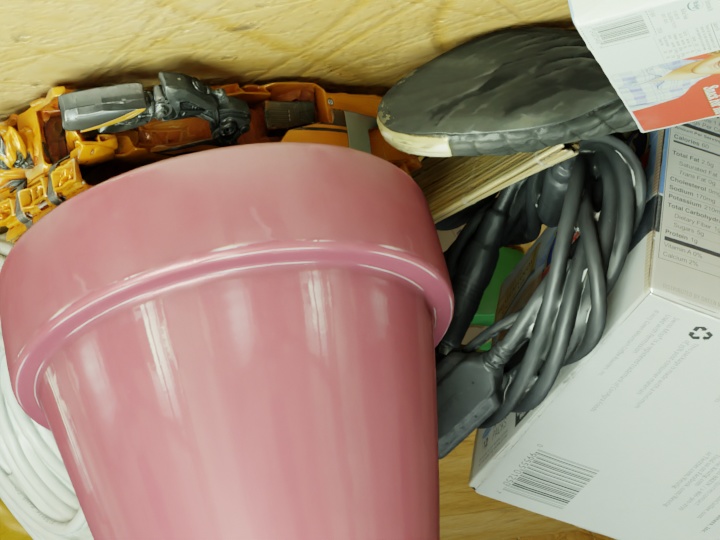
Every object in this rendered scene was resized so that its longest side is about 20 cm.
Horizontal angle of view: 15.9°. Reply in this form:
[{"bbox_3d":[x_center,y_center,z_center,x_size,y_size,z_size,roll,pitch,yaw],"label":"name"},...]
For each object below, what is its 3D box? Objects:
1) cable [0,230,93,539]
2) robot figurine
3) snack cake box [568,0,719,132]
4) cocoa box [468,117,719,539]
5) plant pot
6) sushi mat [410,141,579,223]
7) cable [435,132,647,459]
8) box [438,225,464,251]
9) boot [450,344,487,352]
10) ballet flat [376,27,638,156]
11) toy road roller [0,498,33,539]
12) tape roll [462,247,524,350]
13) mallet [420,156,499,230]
[{"bbox_3d":[-0.146,0.072,1.330,0.069,0.200,0.200,-30,-163,-29],"label":"cable"},{"bbox_3d":[-0.078,-0.047,1.156,0.200,0.058,0.145,-2,165,-37],"label":"robot figurine"},{"bbox_3d":[0.145,-0.114,0.996,0.115,0.067,0.200,-14,169,10],"label":"snack cake box"},{"bbox_3d":[0.156,0.028,1.243,0.133,0.131,0.200,19,143,-13],"label":"cocoa box"},{"bbox_3d":[-0.047,0.070,1.108,0.200,0.179,0.200,-11,155,-5],"label":"plant pot"},{"bbox_3d":[0.027,-0.034,1.222,0.200,0.012,0.096,-29,-161,29],"label":"sushi mat"},{"bbox_3d":[0.076,0.004,1.213,0.051,0.163,0.200,32,129,-11],"label":"cable"},{"bbox_3d":[-0.037,0.038,1.443,0.144,0.036,0.200,-18,-165,36],"label":"box"},{"bbox_3d":[0.026,0.067,1.545,0.200,0.069,0.174,-1,-175,43],"label":"boot"},{"bbox_3d":[0.106,-0.077,1.134,0.200,0.066,0.057,-11,141,-6],"label":"ballet flat"},{"bbox_3d":[-0.240,0.093,1.474,0.200,0.146,0.123,-1,162,-38],"label":"toy road roller"},{"bbox_3d":[0.012,0.030,1.649,0.200,0.048,0.200,-10,168,-2],"label":"tape roll"},{"bbox_3d":[0.000,0.000,1.278,0.200,0.041,0.066,-43,178,-30],"label":"mallet"}]
